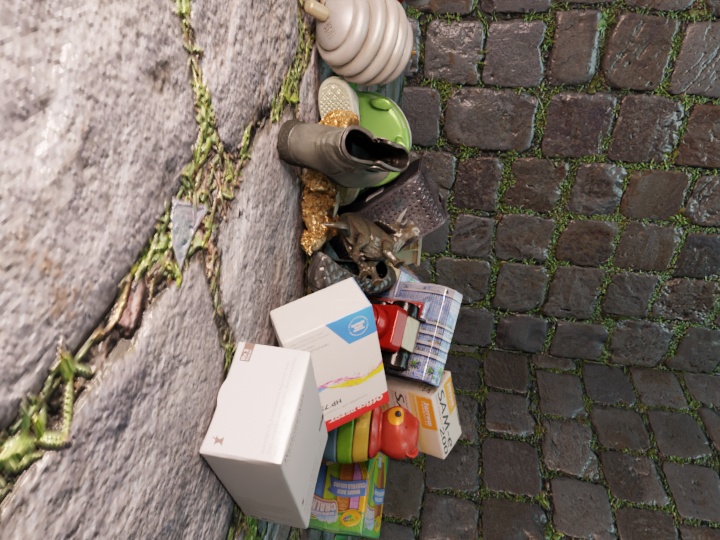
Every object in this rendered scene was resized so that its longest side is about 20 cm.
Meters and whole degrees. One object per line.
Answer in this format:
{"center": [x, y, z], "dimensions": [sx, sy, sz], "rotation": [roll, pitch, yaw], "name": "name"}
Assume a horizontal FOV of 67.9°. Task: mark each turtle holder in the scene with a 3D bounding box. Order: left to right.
{"center": [0.004, -0.235, 0.902], "dimensions": [0.142, 0.184, 0.132], "rotation": [-52, -176, 20], "name": "turtle holder"}

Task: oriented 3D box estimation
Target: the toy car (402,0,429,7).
{"center": [0.044, -0.530, 0.953], "dimensions": [0.151, 0.174, 0.200], "rotation": [-48, -175, 18], "name": "toy car"}

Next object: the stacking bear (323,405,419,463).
{"center": [-0.003, 0.249, 0.848], "dimensions": [0.122, 0.193, 0.117], "rotation": [-73, 167, -59], "name": "stacking bear"}

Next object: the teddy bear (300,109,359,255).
{"center": [-0.054, -0.123, 0.750], "dimensions": [0.146, 0.065, 0.205], "rotation": [-59, 161, -54], "name": "teddy bear"}

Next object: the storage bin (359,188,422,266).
{"center": [0.052, -0.138, 1.132], "dimensions": [0.202, 0.091, 0.203], "rotation": [89, -18, -48], "name": "storage bin"}

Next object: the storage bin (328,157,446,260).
{"center": [0.044, -0.094, 0.932], "dimensions": [0.095, 0.197, 0.136], "rotation": [54, 21, -15], "name": "storage bin"}

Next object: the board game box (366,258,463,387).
{"center": [0.066, 0.071, 0.895], "dimensions": [0.061, 0.197, 0.206], "rotation": [28, 72, -39], "name": "board game box"}

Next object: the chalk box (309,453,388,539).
{"center": [-0.027, 0.449, 1.039], "dimensions": [0.125, 0.120, 0.206], "rotation": [55, 39, -58], "name": "chalk box"}

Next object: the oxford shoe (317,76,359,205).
{"center": [-0.029, -0.197, 0.822], "dimensions": [0.058, 0.073, 0.205], "rotation": [-79, 168, -55], "name": "oxford shoe"}

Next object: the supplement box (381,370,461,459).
{"center": [0.069, 0.233, 0.938], "dimensions": [0.073, 0.196, 0.129], "rotation": [-35, 119, -43], "name": "supplement box"}

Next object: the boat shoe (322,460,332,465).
{"center": [-0.052, 0.258, 0.973], "dimensions": [0.076, 0.069, 0.207], "rotation": [-61, 155, -74], "name": "boat shoe"}

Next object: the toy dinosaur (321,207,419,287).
{"center": [0.005, -0.043, 0.777], "dimensions": [0.077, 0.196, 0.104], "rotation": [-48, -131, 34], "name": "toy dinosaur"}

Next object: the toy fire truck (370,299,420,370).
{"center": [-0.034, 0.084, 0.790], "dimensions": [0.198, 0.173, 0.132], "rotation": [30, 70, -40], "name": "toy fire truck"}

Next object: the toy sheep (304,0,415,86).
{"center": [0.001, -0.324, 0.727], "dimensions": [0.196, 0.136, 0.143], "rotation": [2, 95, -41], "name": "toy sheep"}

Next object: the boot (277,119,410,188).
{"center": [0.008, -0.129, 0.632], "dimensions": [0.197, 0.128, 0.070], "rotation": [0, 103, -51], "name": "boot"}

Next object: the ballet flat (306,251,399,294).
{"center": [0.000, 0.000, 0.814], "dimensions": [0.197, 0.066, 0.058], "rotation": [-6, 125, -49], "name": "ballet flat"}

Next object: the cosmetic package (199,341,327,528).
{"center": [-0.089, 0.177, 0.555], "dimensions": [0.203, 0.078, 0.115], "rotation": [88, 12, -53], "name": "cosmetic package"}

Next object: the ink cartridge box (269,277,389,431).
{"center": [-0.032, 0.126, 0.675], "dimensions": [0.067, 0.113, 0.205], "rotation": [-130, -157, -53], "name": "ink cartridge box"}
